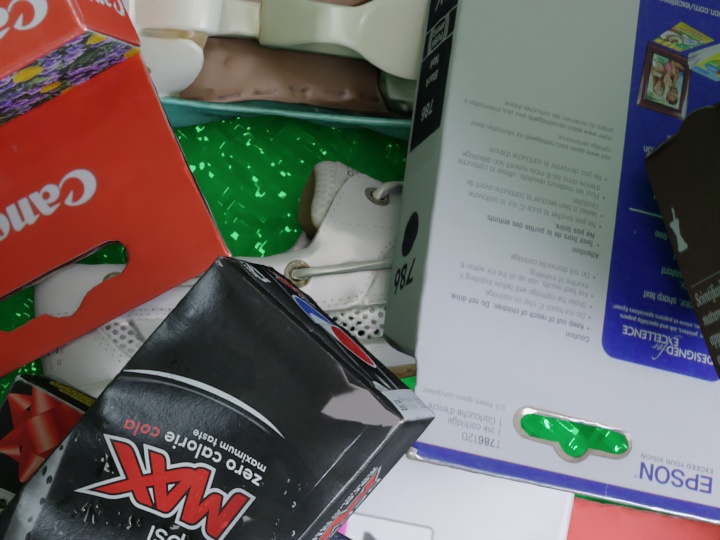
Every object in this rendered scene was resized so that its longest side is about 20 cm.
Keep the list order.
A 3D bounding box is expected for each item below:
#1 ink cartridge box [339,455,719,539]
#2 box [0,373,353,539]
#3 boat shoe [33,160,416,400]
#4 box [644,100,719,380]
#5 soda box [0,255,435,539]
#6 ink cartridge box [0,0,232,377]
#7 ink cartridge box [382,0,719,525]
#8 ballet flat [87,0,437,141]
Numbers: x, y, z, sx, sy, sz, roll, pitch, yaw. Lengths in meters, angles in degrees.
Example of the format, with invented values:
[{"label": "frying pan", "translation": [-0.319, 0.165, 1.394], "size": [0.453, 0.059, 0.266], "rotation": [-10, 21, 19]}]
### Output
[{"label": "ink cartridge box", "translation": [0.040, 0.160, 0.789], "size": [0.173, 0.044, 0.201], "rotation": [11, 81, -9]}, {"label": "box", "translation": [-0.078, 0.148, 0.728], "size": [0.137, 0.040, 0.201], "rotation": [27, 92, 9]}, {"label": "boat shoe", "translation": [0.000, 0.000, 0.786], "size": [0.199, 0.071, 0.070], "rotation": [-13, 87, -12]}, {"label": "box", "translation": [0.187, -0.036, 0.690], "size": [0.199, 0.100, 0.075], "rotation": [-16, 84, -12]}, {"label": "soda box", "translation": [-0.071, 0.091, 0.673], "size": [0.063, 0.071, 0.200], "rotation": [41, 94, 8]}, {"label": "ink cartridge box", "translation": [-0.128, -0.071, 0.751], "size": [0.109, 0.050, 0.201], "rotation": [-27, 81, 13]}, {"label": "ink cartridge box", "translation": [0.064, -0.030, 0.753], "size": [0.099, 0.039, 0.201], "rotation": [14, 71, -16]}, {"label": "ballet flat", "translation": [-0.031, -0.076, 0.790], "size": [0.199, 0.070, 0.068], "rotation": [4, 83, -11]}]
